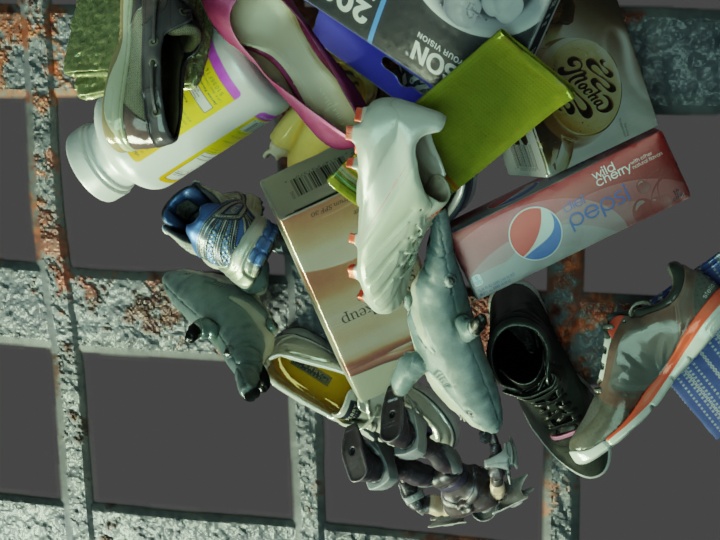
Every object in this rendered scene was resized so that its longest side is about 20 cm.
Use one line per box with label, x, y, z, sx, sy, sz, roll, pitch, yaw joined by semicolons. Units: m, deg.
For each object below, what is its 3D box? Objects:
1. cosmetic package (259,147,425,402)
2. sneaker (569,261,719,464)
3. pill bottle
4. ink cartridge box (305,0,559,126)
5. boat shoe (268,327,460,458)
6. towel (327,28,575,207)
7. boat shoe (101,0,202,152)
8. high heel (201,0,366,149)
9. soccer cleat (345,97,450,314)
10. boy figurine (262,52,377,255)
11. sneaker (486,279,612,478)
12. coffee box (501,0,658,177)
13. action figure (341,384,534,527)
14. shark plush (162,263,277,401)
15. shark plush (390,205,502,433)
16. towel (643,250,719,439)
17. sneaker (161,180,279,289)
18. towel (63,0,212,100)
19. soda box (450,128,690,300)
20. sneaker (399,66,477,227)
cosmetic package;0.000;0.000;1.350;0.103;0.087;0.201;-26;121;-2
sneaker;0.235;0.077;1.348;0.082;0.077;0.200;40;98;10
pill bottle;-0.164;-0.141;1.384;0.199;0.104;0.105;-30;98;20
ink cartridge box;0.050;-0.206;1.226;0.198;0.043;0.201;36;132;17
boat shoe;-0.002;0.122;1.442;0.199;0.070;0.071;31;112;3
towel;0.068;-0.102;1.213;0.086;0.018;0.200;32;128;-27
boat shoe;-0.158;-0.191;1.256;0.064;0.072;0.202;5;75;17
high heel;-0.064;-0.182;1.265;0.067;0.096;0.201;-34;104;-5
soccer cleat;0.032;-0.042;1.213;0.077;0.070;0.201;8;130;13
boy figurine;-0.022;-0.105;1.381;0.123;0.064;0.201;22;115;8
sneaker;0.163;0.112;1.381;0.070;0.099;0.201;-23;102;18
coffee box;0.150;-0.191;1.275;0.112;0.080;0.201;-24;102;-17
action figure;0.073;0.179;1.407;0.130;0.070;0.200;-32;137;24
shark plush;-0.124;0.065;1.397;0.083;0.201;0.091;12;126;-24
shark plush;0.086;0.035;1.294;0.083;0.090;0.202;33;128;50
towel;0.348;0.041;1.356;0.200;0.024;0.145;-38;96;24
sneaker;-0.132;-0.046;1.361;0.085;0.200;0.077;30;88;-19
towel;-0.181;-0.246;1.340;0.147;0.036;0.202;2;80;30
soda box;0.173;-0.051;1.319;0.199;0.070;0.064;-27;98;5
sneaker;0.061;-0.135;1.324;0.069;0.109;0.202;-3;106;15
